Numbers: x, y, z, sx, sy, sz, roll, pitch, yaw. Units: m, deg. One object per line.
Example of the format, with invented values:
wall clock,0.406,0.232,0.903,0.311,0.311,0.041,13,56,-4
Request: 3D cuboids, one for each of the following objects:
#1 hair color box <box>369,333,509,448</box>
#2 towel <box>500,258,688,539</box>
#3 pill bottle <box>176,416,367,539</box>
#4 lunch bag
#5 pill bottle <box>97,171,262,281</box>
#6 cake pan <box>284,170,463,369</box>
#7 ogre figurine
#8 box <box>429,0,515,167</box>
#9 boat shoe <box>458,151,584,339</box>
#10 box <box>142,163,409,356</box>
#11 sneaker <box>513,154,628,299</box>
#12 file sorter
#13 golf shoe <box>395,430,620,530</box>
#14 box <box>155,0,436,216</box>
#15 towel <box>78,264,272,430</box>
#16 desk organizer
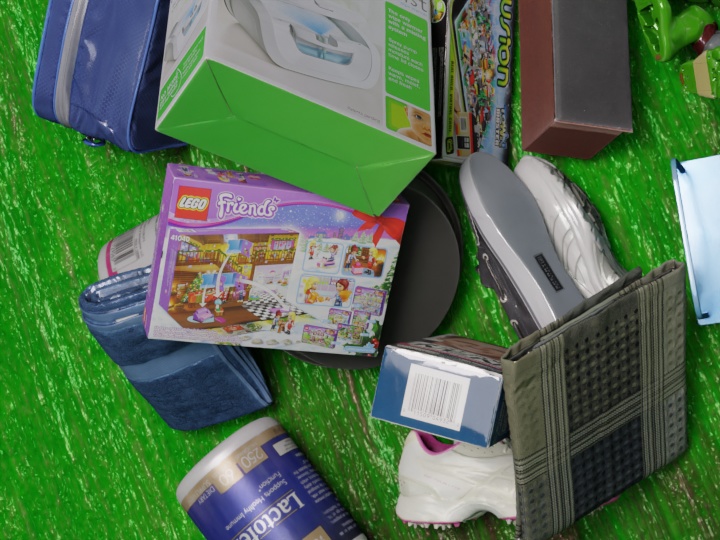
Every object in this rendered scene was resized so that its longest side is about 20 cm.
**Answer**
hair color box,0.087,0.095,1.168,0.099,0.200,0.061,14,94,17
towel,0.187,0.103,1.124,0.034,0.191,0.202,33,141,46
pill bottle,-0.063,0.240,1.257,0.116,0.116,0.200,-42,79,12
lunch bag,-0.216,-0.204,1.294,0.131,0.136,0.202,23,106,20
pill bottle,-0.127,-0.016,1.281,0.199,0.113,0.114,-26,82,15
cake pan,0.000,0.000,1.221,0.198,0.037,0.202,-6,113,-14
ogre figurine,0.302,-0.189,1.146,0.119,0.200,0.099,-15,127,-19
box,0.090,-0.191,1.218,0.034,0.110,0.203,2,90,37
boat shoe,0.128,0.000,1.176,0.066,0.070,0.201,-41,74,40
box,-0.069,-0.006,1.154,0.198,0.039,0.138,6,110,-19
sneaker,0.172,-0.001,1.211,0.099,0.078,0.201,-32,79,19
file sorter,0.355,-0.039,1.130,0.198,0.123,0.140,-10,87,16
golf shoe,0.123,0.174,1.224,0.198,0.075,0.093,-5,84,16
box,-0.048,-0.164,1.109,0.097,0.198,0.178,-44,34,44
towel,-0.160,0.071,1.245,0.111,0.201,0.049,-19,50,8
desk organizer,0.180,-0.203,1.209,0.071,0.077,0.202,5,73,-16
